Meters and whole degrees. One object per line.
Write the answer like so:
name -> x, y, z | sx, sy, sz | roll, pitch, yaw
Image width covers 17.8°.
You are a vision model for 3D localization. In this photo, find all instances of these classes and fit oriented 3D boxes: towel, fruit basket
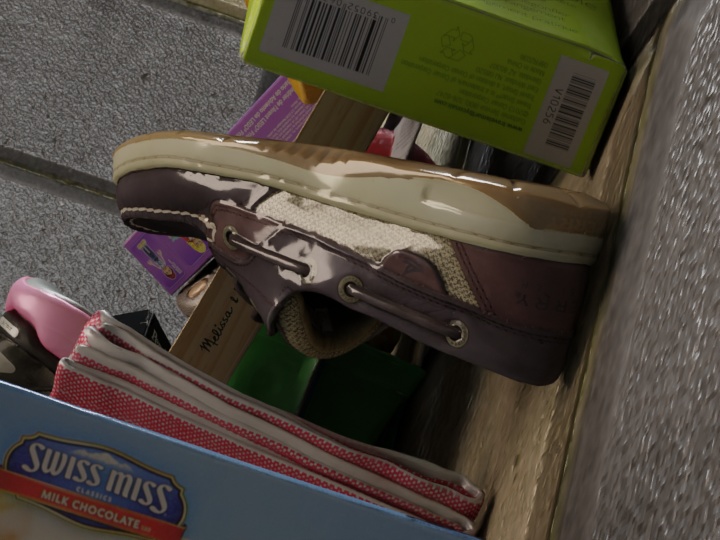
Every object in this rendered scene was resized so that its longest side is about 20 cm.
towel -> -0.054, 0.119, 0.780 | 0.030, 0.146, 0.201 | -61, -6, -55
fruit basket -> 0.000, 0.000, 1.004 | 0.201, 0.093, 0.185 | -62, 4, -10

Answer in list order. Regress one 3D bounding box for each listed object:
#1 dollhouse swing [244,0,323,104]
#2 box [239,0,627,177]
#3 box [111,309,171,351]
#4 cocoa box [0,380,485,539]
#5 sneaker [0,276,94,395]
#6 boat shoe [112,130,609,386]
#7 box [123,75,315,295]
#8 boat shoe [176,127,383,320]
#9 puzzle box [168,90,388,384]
dollhouse swing -> 0.022, -0.209, 0.972 | 0.182, 0.175, 0.201 | -119, 16, -61
box -> 0.026, -0.107, 0.805 | 0.200, 0.121, 0.048 | -85, 14, -65
box -> -0.110, 0.141, 1.109 | 0.142, 0.078, 0.201 | -74, -30, -46
cocoa box -> -0.056, 0.109, 0.524 | 0.131, 0.199, 0.134 | 134, 154, -76
sneaker -> -0.107, 0.097, 0.965 | 0.095, 0.200, 0.079 | -47, 31, -15
boat shoe -> -0.010, -0.005, 0.722 | 0.199, 0.072, 0.065 | 9, 88, 41
box -> -0.024, -0.081, 1.132 | 0.200, 0.039, 0.137 | -42, 4, 45
boat shoe -> -0.024, -0.008, 1.214 | 0.076, 0.072, 0.200 | -34, 9, 42
puzzle box -> -0.043, 0.007, 0.858 | 0.201, 0.025, 0.133 | -59, 1, -2
